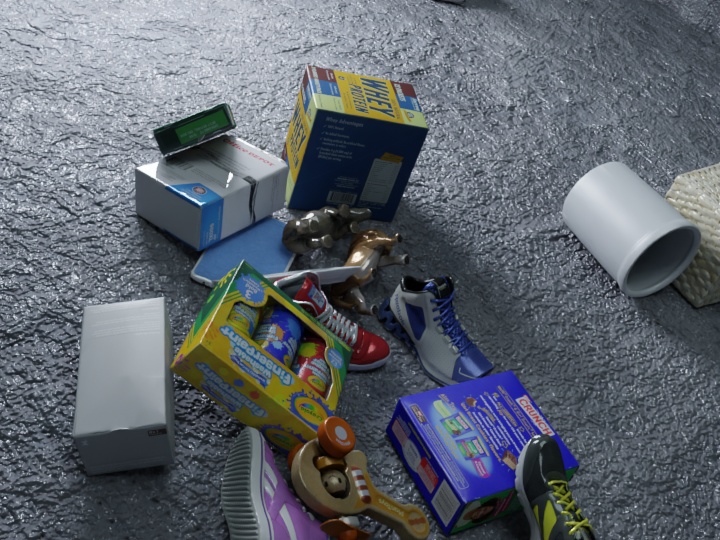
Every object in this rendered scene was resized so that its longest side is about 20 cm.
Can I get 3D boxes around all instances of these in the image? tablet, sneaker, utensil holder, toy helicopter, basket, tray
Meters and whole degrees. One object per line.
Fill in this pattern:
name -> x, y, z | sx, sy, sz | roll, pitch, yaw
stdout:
tablet -> -0.170, -0.027, 1.322 | 0.129, 0.014, 0.201 | 21, 38, -1
sneaker -> -0.041, 0.070, 1.191 | 0.198, 0.113, 0.072 | 14, 39, -9
utensil holder -> 0.492, -0.078, 1.572 | 0.169, 0.171, 0.200 | -7, 44, -31
toy helicopter -> 0.003, 0.272, 0.995 | 0.199, 0.079, 0.133 | 34, 31, -21
sneaker -> 0.115, 0.076, 1.255 | 0.199, 0.116, 0.080 | 42, 44, 23
basket -> 0.667, -0.069, 1.616 | 0.160, 0.199, 0.201 | -10, 49, -30
sneaker -> 0.245, 0.298, 1.025 | 0.074, 0.084, 0.202 | 0, 78, -32
tray -> -0.106, 0.014, 1.241 | 0.198, 0.107, 0.022 | -7, 91, -31
sneaker -> -0.095, 0.274, 0.984 | 0.114, 0.073, 0.201 | 24, 29, -29

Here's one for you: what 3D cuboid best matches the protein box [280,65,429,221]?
protein box -> -0.016, -0.213, 1.457 | 0.197, 0.201, 0.136 | 6, 41, -19

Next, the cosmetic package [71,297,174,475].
cosmetic package -> -0.277, 0.134, 1.016 | 0.106, 0.091, 0.201 | -5, 47, -6

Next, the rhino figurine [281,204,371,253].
rhino figurine -> -0.049, -0.074, 1.372 | 0.199, 0.087, 0.060 | -27, 103, -51

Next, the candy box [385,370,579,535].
candy box -> 0.160, 0.234, 1.127 | 0.198, 0.077, 0.170 | -8, 47, -31

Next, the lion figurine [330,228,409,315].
lion figurine -> 0.000, 0.000, 1.319 | 0.122, 0.073, 0.200 | -3, 32, 40

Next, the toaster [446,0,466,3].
toaster -> 0.223, -0.804, 2.319 | 0.128, 0.114, 0.201 | -1, 46, -21

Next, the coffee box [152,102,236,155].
coffee box -> -0.261, -0.228, 1.371 | 0.122, 0.044, 0.200 | -22, 12, -4

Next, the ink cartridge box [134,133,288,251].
ink cartridge box -> -0.230, -0.128, 1.338 | 0.144, 0.085, 0.200 | 29, 39, 25

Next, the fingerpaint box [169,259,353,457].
fingerpaint box -> -0.117, 0.112, 1.083 | 0.200, 0.073, 0.167 | 41, 36, -16
